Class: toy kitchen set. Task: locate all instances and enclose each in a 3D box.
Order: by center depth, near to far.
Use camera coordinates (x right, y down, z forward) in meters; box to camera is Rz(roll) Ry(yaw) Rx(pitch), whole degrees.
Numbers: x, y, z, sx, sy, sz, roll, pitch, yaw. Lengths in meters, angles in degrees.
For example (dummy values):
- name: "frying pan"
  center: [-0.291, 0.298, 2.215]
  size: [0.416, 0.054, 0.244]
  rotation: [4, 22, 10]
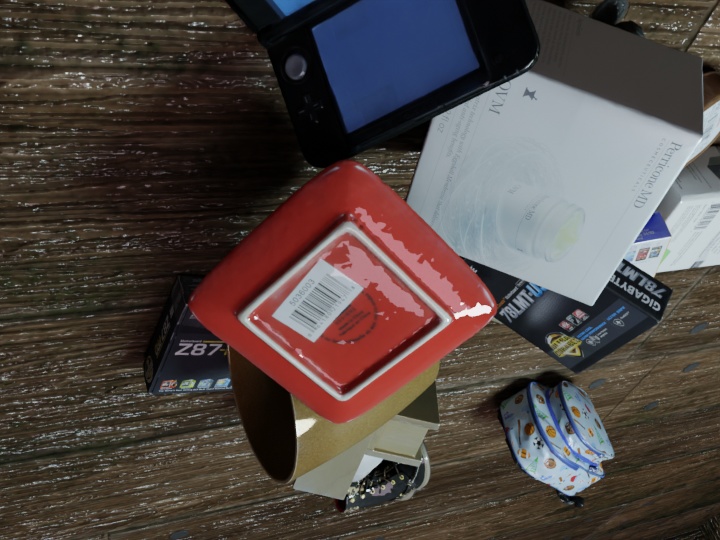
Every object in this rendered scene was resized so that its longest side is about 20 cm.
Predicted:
- name: "toy kitchen set"
  center: [-0.020, 0.173, 1.000]
  size: [0.196, 0.182, 0.165]
  rotation: [14, 125, -10]

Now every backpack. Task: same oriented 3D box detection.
- name: "backpack"
  center: [0.336, 0.286, 1.328]
  size: [0.188, 0.202, 0.154]
  rotation: [20, 124, -36]

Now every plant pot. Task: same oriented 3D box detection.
- name: "plant pot"
  center: [-0.021, 0.103, 0.816]
  size: [0.197, 0.188, 0.188]
  rotation: [-13, 146, -28]

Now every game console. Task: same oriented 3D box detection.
- name: "game console"
  center: [-0.002, -0.188, 0.522]
  size: [0.197, 0.179, 0.116]
  rotation: [-21, 176, 24]

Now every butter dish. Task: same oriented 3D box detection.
- name: "butter dish"
  center: [-0.015, -0.001, 0.668]
  size: [0.199, 0.149, 0.199]
  rotation: [-38, 117, 22]

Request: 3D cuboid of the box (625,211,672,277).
- name: "box"
  center: [0.289, 0.001, 0.905]
  size: [0.116, 0.042, 0.201]
  rotation: [-11, 148, -1]

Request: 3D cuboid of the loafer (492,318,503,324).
- name: "loafer"
  center: [0.238, 0.043, 1.033]
  size: [0.197, 0.077, 0.067]
  rotation: [9, 142, -38]

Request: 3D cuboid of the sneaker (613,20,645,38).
- name: "sneaker"
  center: [0.191, -0.159, 0.738]
  size: [0.078, 0.075, 0.200]
  rotation: [19, 129, -38]

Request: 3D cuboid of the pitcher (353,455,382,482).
- name: "pitcher"
  center: [0.008, 0.231, 1.142]
  size: [0.171, 0.121, 0.201]
  rotation: [-41, 158, -10]

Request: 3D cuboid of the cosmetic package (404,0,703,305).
- name: "cosmetic package"
  center: [0.156, -0.104, 0.660]
  size: [0.196, 0.124, 0.201]
  rotation: [19, 137, 3]

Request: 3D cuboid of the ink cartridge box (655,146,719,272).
- name: "ink cartridge box"
  center: [0.427, -0.077, 0.968]
  size: [0.196, 0.085, 0.147]
  rotation: [-6, 143, -21]

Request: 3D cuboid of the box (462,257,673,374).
- name: "box"
  center: [0.211, 0.019, 0.856]
  size: [0.050, 0.196, 0.201]
  rotation: [-56, 177, -24]

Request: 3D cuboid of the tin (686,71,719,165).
- name: "tin"
  center: [0.329, -0.137, 0.833]
  size: [0.198, 0.042, 0.113]
  rotation: [-35, 148, -7]

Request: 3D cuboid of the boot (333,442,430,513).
- name: "boot"
  center: [0.037, 0.377, 1.382]
  size: [0.148, 0.074, 0.201]
  rotation: [-7, 148, -21]

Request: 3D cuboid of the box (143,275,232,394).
- name: "box"
  center: [-0.139, 0.078, 0.894]
  size: [0.197, 0.050, 0.162]
  rotation: [4, 134, -33]
